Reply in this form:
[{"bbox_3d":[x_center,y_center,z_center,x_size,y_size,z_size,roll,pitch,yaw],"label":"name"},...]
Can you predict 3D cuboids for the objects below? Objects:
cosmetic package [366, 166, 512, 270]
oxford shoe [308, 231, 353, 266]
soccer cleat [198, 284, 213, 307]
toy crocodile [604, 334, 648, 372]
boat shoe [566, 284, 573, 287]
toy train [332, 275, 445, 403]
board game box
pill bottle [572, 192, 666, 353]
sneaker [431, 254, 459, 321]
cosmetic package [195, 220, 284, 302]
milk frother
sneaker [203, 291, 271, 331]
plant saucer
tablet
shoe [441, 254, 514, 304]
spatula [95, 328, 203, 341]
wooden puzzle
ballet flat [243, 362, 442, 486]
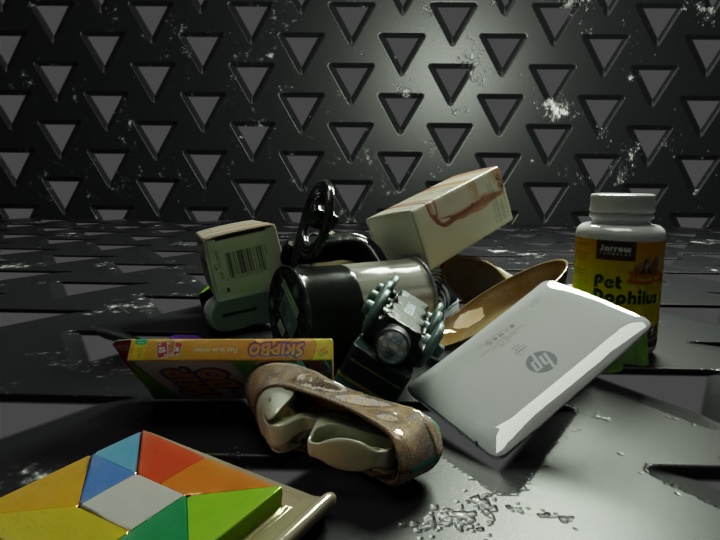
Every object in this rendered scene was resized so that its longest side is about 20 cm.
[{"bbox_3d":[0.118,-0.075,0.892,0.199,0.088,0.103,-30,16,-37],"label":"cosmetic package"},{"bbox_3d":[-0.047,-0.025,0.975,0.070,0.076,0.199,-27,14,-23],"label":"oxford shoe"},{"bbox_3d":[-0.166,0.041,0.982,0.197,0.068,0.081,-2,18,23],"label":"soccer cleat"},{"bbox_3d":[0.257,0.080,0.738,0.061,0.068,0.199,-8,10,-28],"label":"toy crocodile"},{"bbox_3d":[0.298,0.053,0.887,0.198,0.066,0.073,-4,11,-39],"label":"boat shoe"},{"bbox_3d":[0.027,0.075,0.604,0.085,0.115,0.200,31,10,3],"label":"toy train"},{"bbox_3d":[-0.124,0.094,0.578,0.197,0.030,0.096,2,-32,-1],"label":"board game box"},{"bbox_3d":[0.332,0.003,0.790,0.108,0.203,0.109,0,9,0],"label":"pill bottle"},{"bbox_3d":[0.105,0.025,0.923,0.069,0.110,0.200,4,10,22],"label":"sneaker"},{"bbox_3d":[-0.178,-0.020,0.883,0.102,0.088,0.200,-15,10,-17],"label":"cosmetic package"},{"bbox_3d":[0.000,0.000,0.739,0.186,0.182,0.200,-6,-22,-31],"label":"milk frother"},{"bbox_3d":[-0.138,0.043,0.912,0.198,0.074,0.071,-5,14,-28],"label":"sneaker"},{"bbox_3d":[0.176,0.054,0.761,0.199,0.036,0.200,-33,2,1],"label":"plant saucer"},{"bbox_3d":[0.153,0.080,0.565,0.199,0.014,0.130,-34,32,-18],"label":"tablet"},{"bbox_3d":[0.202,0.032,0.919,0.198,0.071,0.053,25,2,-17],"label":"shoe"},{"bbox_3d":[-0.260,0.089,0.776,0.197,0.021,0.056,2,-4,22],"label":"spatula"},{"bbox_3d":[-0.140,0.150,0.367,0.198,0.038,0.184,5,11,27],"label":"wooden puzzle"},{"bbox_3d":[-0.034,0.120,0.482,0.198,0.069,0.067,5,17,33],"label":"ballet flat"}]
